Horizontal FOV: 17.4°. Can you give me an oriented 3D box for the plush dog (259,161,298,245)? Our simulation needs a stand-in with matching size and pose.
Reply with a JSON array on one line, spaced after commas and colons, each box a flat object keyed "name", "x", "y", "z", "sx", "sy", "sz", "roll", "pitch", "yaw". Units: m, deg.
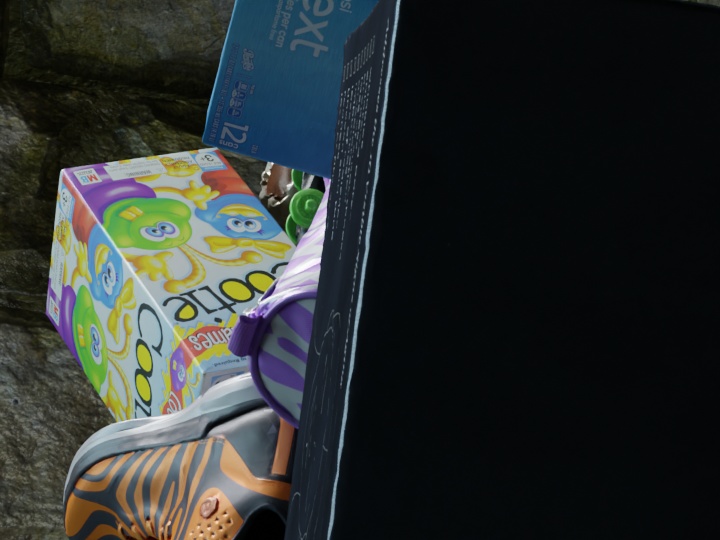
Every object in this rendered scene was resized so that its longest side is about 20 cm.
[{"name": "plush dog", "x": 0.009, "y": -0.018, "z": 1.453, "sx": 0.201, "sy": 0.160, "sz": 0.172, "roll": -61, "pitch": 0, "yaw": 43}]

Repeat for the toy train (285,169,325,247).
[{"name": "toy train", "x": -0.004, "y": -0.101, "z": 1.270, "sx": 0.042, "sy": 0.056, "sz": 0.202, "roll": 108, "pitch": 170, "yaw": -70}]

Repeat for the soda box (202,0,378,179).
[{"name": "soda box", "x": -0.014, "y": -0.137, "z": 1.013, "sx": 0.064, "sy": 0.067, "sz": 0.201, "roll": -77, "pitch": 4, "yaw": -46}]

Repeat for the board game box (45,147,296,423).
[{"name": "board game box", "x": -0.089, "y": 0.032, "z": 1.309, "sx": 0.200, "sy": 0.102, "sz": 0.106, "roll": 49, "pitch": 139, "yaw": 45}]

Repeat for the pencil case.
[{"name": "pencil case", "x": 0.000, "y": 0.000, "z": 1.116, "sx": 0.200, "sy": 0.085, "sz": 0.084, "roll": -65, "pitch": -11, "yaw": -60}]

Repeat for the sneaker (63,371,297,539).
[{"name": "sneaker", "x": -0.092, "y": 0.131, "z": 1.152, "sx": 0.200, "sy": 0.077, "sz": 0.113, "roll": -34, "pitch": 40, "yaw": 46}]

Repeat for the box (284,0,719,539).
[{"name": "box", "x": 0.048, "y": 0.022, "z": 0.725, "sx": 0.197, "sy": 0.123, "sz": 0.202, "roll": -171, "pitch": 89, "yaw": -87}]
